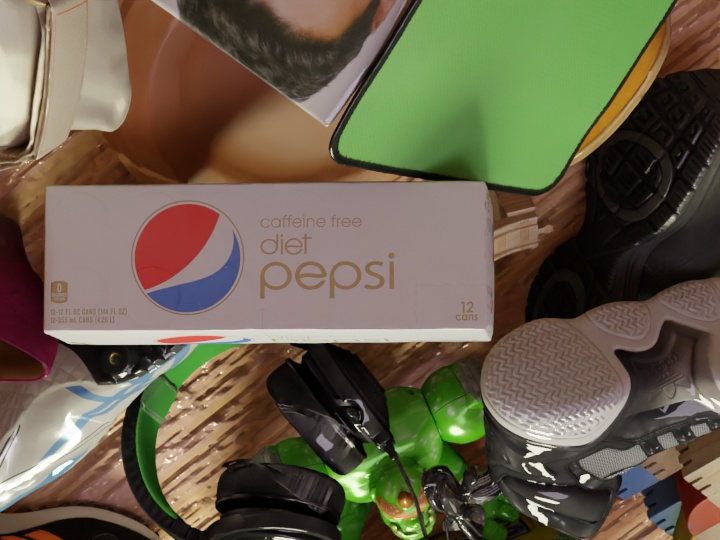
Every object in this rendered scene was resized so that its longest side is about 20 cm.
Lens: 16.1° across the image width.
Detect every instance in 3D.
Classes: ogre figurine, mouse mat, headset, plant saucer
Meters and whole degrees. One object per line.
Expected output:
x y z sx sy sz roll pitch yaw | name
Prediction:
0.011 0.104 1.330 0.199 0.099 0.120 -8 151 7 | ogre figurine
0.083 -0.119 1.093 0.160 0.008 0.200 7 123 -48 | mouse mat
-0.030 0.087 1.227 0.124 0.199 0.094 -63 154 -13 | headset
-0.027 -0.098 1.175 0.199 0.038 0.201 -11 133 -12 | plant saucer

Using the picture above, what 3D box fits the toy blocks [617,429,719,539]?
0.223 0.125 1.440 0.136 0.100 0.200 -32 133 24 | toy blocks

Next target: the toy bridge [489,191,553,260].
0.000 0.000 1.249 0.199 0.067 0.027 -14 132 -9 | toy bridge

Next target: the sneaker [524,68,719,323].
0.156 -0.024 1.298 0.090 0.076 0.200 -2 138 -30 | sneaker

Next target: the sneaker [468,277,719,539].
0.143 0.071 1.283 0.199 0.076 0.114 -8 141 -21 | sneaker

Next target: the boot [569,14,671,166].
0.084 -0.151 1.153 0.143 0.071 0.202 16 113 -32 | boot

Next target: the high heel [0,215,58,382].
-0.239 0.022 1.153 0.199 0.096 0.068 -10 132 -13 | high heel

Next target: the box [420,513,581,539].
0.052 0.258 1.393 0.192 0.122 0.201 -20 98 -4 | box

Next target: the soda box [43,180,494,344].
-0.040 -0.003 1.142 0.199 0.069 0.064 -1 174 5 | soda box

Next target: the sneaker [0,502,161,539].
-0.181 0.167 1.306 0.199 0.090 0.070 14 123 -30 | sneaker

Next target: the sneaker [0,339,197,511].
-0.138 0.052 1.235 0.200 0.072 0.072 -36 156 25 | sneaker

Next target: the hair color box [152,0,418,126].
0.006 -0.172 1.063 0.099 0.061 0.200 35 105 -4 | hair color box

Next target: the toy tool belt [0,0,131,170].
-0.169 -0.131 1.034 0.122 0.125 0.201 -21 133 -15 | toy tool belt
